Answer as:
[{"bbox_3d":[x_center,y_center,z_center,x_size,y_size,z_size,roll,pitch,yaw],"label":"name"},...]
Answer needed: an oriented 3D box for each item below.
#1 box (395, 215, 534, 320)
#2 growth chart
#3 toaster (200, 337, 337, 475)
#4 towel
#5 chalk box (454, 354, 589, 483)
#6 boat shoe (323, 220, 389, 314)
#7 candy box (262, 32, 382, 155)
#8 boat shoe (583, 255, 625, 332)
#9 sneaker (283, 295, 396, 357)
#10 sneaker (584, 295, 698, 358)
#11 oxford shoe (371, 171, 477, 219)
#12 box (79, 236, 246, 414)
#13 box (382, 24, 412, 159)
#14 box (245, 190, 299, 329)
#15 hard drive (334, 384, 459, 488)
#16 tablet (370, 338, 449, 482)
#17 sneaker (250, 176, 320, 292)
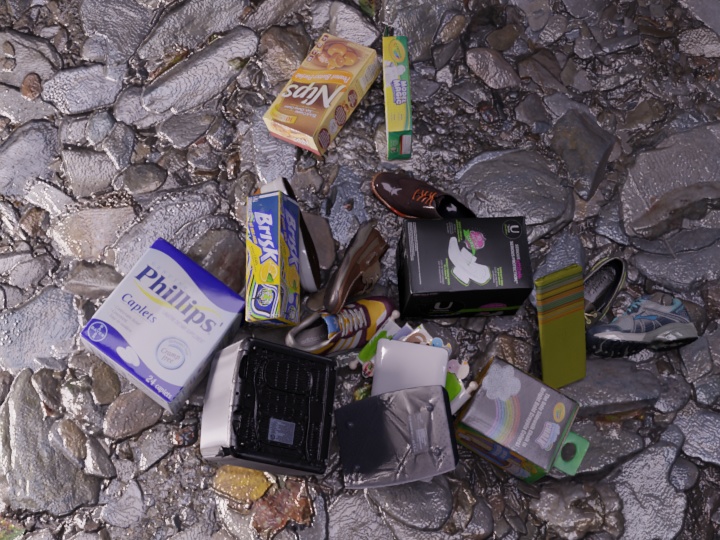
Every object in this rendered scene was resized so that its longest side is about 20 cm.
[{"bbox_3d":[0.163,-0.002,1.681,0.195,0.149,0.127,-2,71,-5],"label":"box"},{"bbox_3d":[0.084,0.158,1.629,0.200,0.018,0.146,44,108,28],"label":"growth chart"},{"bbox_3d":[-0.143,0.210,1.577,0.197,0.118,0.185,17,68,-31],"label":"toaster"},{"bbox_3d":[0.318,0.093,1.661,0.085,0.018,0.204,-17,116,-19],"label":"towel"},{"bbox_3d":[0.255,0.245,1.625,0.198,0.124,0.126,30,71,4],"label":"chalk box"},{"bbox_3d":[0.000,0.000,1.678,0.071,0.076,0.201,32,46,-5],"label":"boat shoe"},{"bbox_3d":[-0.064,-0.304,1.789,0.114,0.056,0.202,24,69,29],"label":"candy box"},{"bbox_3d":[0.370,0.057,1.725,0.072,0.060,0.203,37,73,5],"label":"boat shoe"},{"bbox_3d":[-0.028,0.091,1.665,0.197,0.090,0.076,-25,76,-12],"label":"sneaker"},{"bbox_3d":[0.454,0.090,1.722,0.196,0.078,0.088,-3,66,-17],"label":"sneaker"},{"bbox_3d":[0.111,-0.120,1.754,0.197,0.073,0.072,24,72,4],"label":"oxford shoe"},{"bbox_3d":[-0.303,0.086,1.636,0.182,0.105,0.201,35,72,6],"label":"box"},{"bbox_3d":[0.062,-0.306,1.786,0.047,0.118,0.204,-4,72,0],"label":"box"},{"bbox_3d":[-0.137,-0.017,1.636,0.063,0.070,0.204,-8,74,24],"label":"box"},{"bbox_3d":[0.056,0.254,1.584,0.197,0.042,0.138,-17,76,31],"label":"hard drive"},{"bbox_3d":[0.068,0.213,1.614,0.128,0.014,0.205,7,88,32],"label":"tablet"},{"bbox_3d":[-0.126,-0.047,1.722,0.083,0.073,0.203,-23,74,9],"label":"sneaker"}]
